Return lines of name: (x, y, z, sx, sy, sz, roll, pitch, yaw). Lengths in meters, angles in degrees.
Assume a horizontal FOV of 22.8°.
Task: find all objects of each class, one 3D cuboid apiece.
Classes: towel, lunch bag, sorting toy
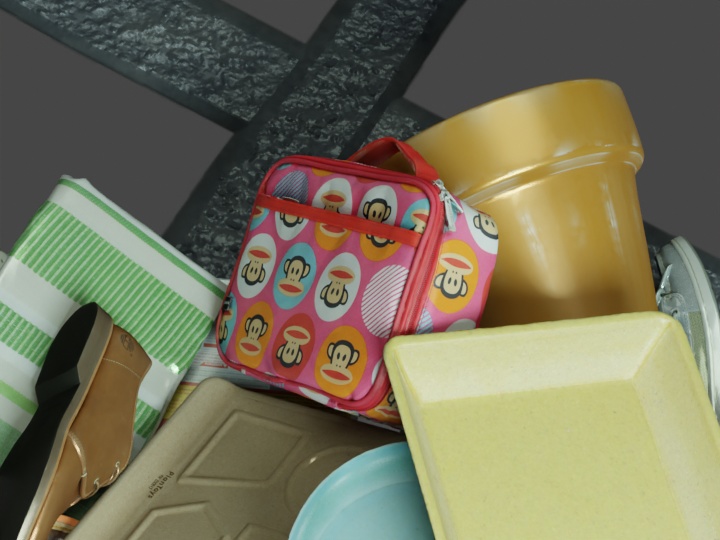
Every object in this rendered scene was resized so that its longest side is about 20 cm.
towel: (-0.186, 0.054, 1.180, 0.152, 0.023, 0.201, 38, 64, -21)
lunch bag: (0.000, 0.000, 1.154, 0.081, 0.199, 0.178, 21, 86, -38)
sorting toy: (-0.063, 0.158, 1.104, 0.199, 0.037, 0.185, 16, 49, 31)

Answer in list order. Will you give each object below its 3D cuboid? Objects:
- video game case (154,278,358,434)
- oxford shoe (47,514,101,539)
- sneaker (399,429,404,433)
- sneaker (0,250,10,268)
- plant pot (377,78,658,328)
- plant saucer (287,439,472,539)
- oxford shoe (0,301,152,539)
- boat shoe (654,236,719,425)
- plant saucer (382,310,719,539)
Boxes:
video game case: (-0.072, 0.103, 1.228, 0.141, 0.017, 0.202, 6, 65, -4)
oxford shoe: (-0.183, 0.202, 1.138, 0.198, 0.071, 0.074, 10, 63, -1)
sneaker: (0.114, 0.156, 1.209, 0.199, 0.070, 0.078, 25, 67, 13)
sneaker: (-0.247, 0.032, 1.230, 0.200, 0.074, 0.088, 40, 64, 16)
plant pot: (0.121, -0.007, 1.245, 0.198, 0.200, 0.185, -16, 78, -16)
plant saucer: (0.049, 0.193, 1.028, 0.198, 0.028, 0.202, 8, 56, -11)
oxford shoe: (-0.180, 0.121, 1.113, 0.071, 0.071, 0.201, 39, 57, -28)
boat shoe: (0.230, 0.071, 1.270, 0.064, 0.075, 0.204, -10, 66, 10)
plant saucer: (0.122, 0.128, 1.047, 0.198, 0.049, 0.202, -5, 60, -19)
